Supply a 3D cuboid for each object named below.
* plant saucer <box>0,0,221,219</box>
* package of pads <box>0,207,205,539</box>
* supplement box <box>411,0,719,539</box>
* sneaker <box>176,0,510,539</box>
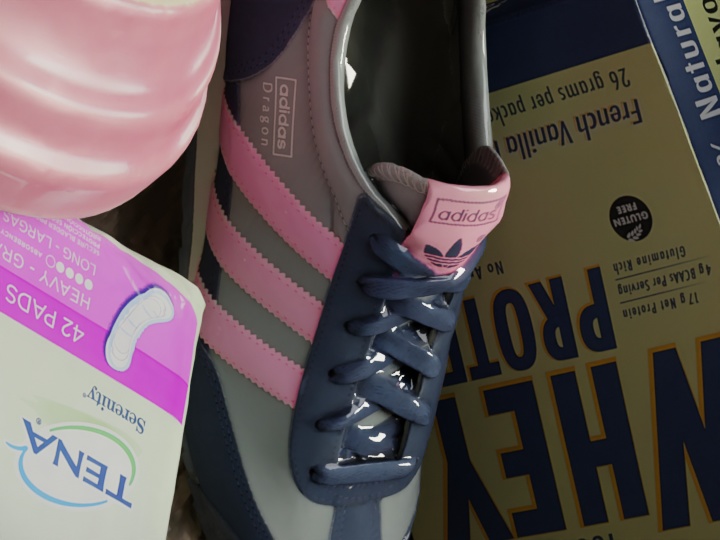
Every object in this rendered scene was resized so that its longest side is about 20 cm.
[{"bbox_3d":[-0.095,-0.108,0.649,0.200,0.051,0.201,42,28,-29],"label":"plant saucer"},{"bbox_3d":[-0.124,0.039,0.607,0.200,0.068,0.155,33,55,-40],"label":"package of pads"},{"bbox_3d":[0.104,-0.003,0.843,0.200,0.134,0.201,-33,104,-50],"label":"supplement box"},{"bbox_3d":[0.000,0.000,0.725,0.070,0.082,0.201,-12,107,-37],"label":"sneaker"}]
